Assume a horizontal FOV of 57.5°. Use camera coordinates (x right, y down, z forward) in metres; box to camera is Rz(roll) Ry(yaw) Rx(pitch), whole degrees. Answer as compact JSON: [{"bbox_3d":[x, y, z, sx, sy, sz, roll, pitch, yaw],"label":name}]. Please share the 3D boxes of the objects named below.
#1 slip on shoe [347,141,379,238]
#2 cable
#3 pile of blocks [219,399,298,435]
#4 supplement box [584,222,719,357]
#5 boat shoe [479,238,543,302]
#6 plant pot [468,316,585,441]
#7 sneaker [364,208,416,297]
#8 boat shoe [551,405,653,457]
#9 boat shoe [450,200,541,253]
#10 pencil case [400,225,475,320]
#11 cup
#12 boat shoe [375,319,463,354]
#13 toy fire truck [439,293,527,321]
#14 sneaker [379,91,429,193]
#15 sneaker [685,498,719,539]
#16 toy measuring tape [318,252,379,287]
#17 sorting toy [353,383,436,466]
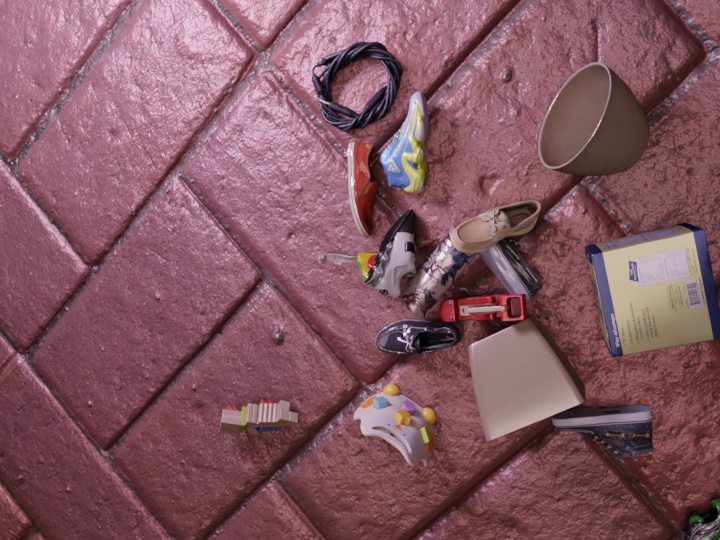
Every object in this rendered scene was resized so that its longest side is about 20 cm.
[{"bbox_3d":[0.010,-0.172,1.395,0.059,0.074,0.206,-3,93,12],"label":"slip on shoe"},{"bbox_3d":[-0.003,-0.386,1.376,0.195,0.051,0.168,-13,95,16],"label":"cable"},{"bbox_3d":[-0.239,0.341,1.547,0.194,0.083,0.063,-5,54,6],"label":"pile of blocks"},{"bbox_3d":[0.548,0.035,1.243,0.195,0.134,0.205,-12,95,16],"label":"supplement box"},{"bbox_3d":[0.297,-0.029,1.343,0.070,0.072,0.202,-33,84,-8],"label":"boat shoe"},{"bbox_3d":[0.319,0.202,1.310,0.197,0.199,0.181,-26,79,17],"label":"plant pot"},{"bbox_3d":[0.084,-0.032,1.364,0.087,0.074,0.203,32,65,-12],"label":"sneaker"},{"bbox_3d":[0.493,0.332,1.332,0.195,0.071,0.094,-6,92,14],"label":"boat shoe"},{"bbox_3d":[0.267,-0.092,1.287,0.196,0.065,0.073,-17,66,-18],"label":"boat shoe"},{"bbox_3d":[0.162,0.002,1.368,0.077,0.090,0.201,33,103,-21],"label":"pencil case"},{"bbox_3d":[0.447,-0.258,1.216,0.140,0.201,0.204,20,104,-16],"label":"cup"},{"bbox_3d":[0.121,0.145,1.411,0.195,0.063,0.075,-7,96,16],"label":"boat shoe"},{"bbox_3d":[0.242,0.077,1.314,0.195,0.140,0.050,-6,88,25],"label":"toy fire truck"},{"bbox_3d":[0.088,-0.262,1.356,0.102,0.076,0.206,2,99,15],"label":"sneaker"},{"bbox_3d":[0.678,0.541,1.320,0.085,0.078,0.201,43,97,12],"label":"sneaker"},{"bbox_3d":[0.000,0.000,1.414,0.194,0.074,0.076,3,99,9],"label":"toy measuring tape"},{"bbox_3d":[0.075,0.341,1.391,0.197,0.180,0.108,31,105,8],"label":"sorting toy"}]
